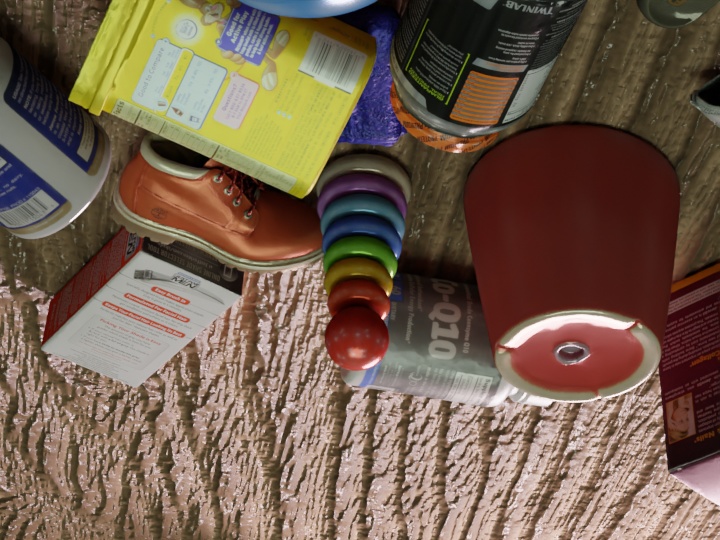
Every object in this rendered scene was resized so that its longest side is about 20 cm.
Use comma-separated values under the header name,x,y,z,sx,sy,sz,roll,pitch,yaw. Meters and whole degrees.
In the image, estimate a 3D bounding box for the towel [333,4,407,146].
name,x,y,z,sx,sy,sz,roll,pitch,yaw
towel,-0.062,-0.154,1.503,0.199,0.050,0.148,-1,144,5

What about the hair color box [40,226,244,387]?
name,x,y,z,sx,sy,sz,roll,pitch,yaw
hair color box,-0.206,0.026,1.745,0.111,0.064,0.200,25,139,-26

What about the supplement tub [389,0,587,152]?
name,x,y,z,sx,sy,sz,roll,pitch,yaw
supplement tub,0.094,-0.187,1.389,0.122,0.123,0.200,11,143,-12

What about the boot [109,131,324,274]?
name,x,y,z,sx,sy,sz,roll,pitch,yaw
boot,-0.112,-0.063,1.613,0.200,0.075,0.107,14,138,-13

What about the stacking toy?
name,x,y,z,sx,sy,sz,roll,pitch,yaw
stacking toy,0.000,0.000,1.580,0.085,0.200,0.085,2,144,1

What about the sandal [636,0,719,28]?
name,x,y,z,sx,sy,sz,roll,pitch,yaw
sandal,0.273,-0.238,1.366,0.082,0.055,0.200,20,140,-22

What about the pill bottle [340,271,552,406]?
name,x,y,z,sx,sy,sz,roll,pitch,yaw
pill bottle,0.088,0.067,1.740,0.199,0.114,0.114,9,143,-10

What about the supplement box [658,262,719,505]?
name,x,y,z,sx,sy,sz,roll,pitch,yaw
supplement box,0.343,0.099,1.694,0.110,0.200,0.086,-29,134,34

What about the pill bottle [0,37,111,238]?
name,x,y,z,sx,sy,sz,roll,pitch,yaw
pill bottle,-0.308,-0.125,1.497,0.120,0.120,0.200,-19,138,27

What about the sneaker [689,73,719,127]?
name,x,y,z,sx,sy,sz,roll,pitch,yaw
sneaker,0.336,-0.166,1.443,0.082,0.075,0.200,19,139,-18

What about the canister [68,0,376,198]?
name,x,y,z,sx,sy,sz,roll,pitch,yaw
canister,-0.104,-0.157,1.417,0.200,0.087,0.149,24,115,-10

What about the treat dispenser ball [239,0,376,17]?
name,x,y,z,sx,sy,sz,roll,pitch,yaw
treat dispenser ball,-0.035,-0.268,1.218,0.200,0.201,0.201,2,144,1

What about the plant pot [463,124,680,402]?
name,x,y,z,sx,sy,sz,roll,pitch,yaw
plant pot,0.184,0.003,1.595,0.200,0.178,0.201,2,144,2
